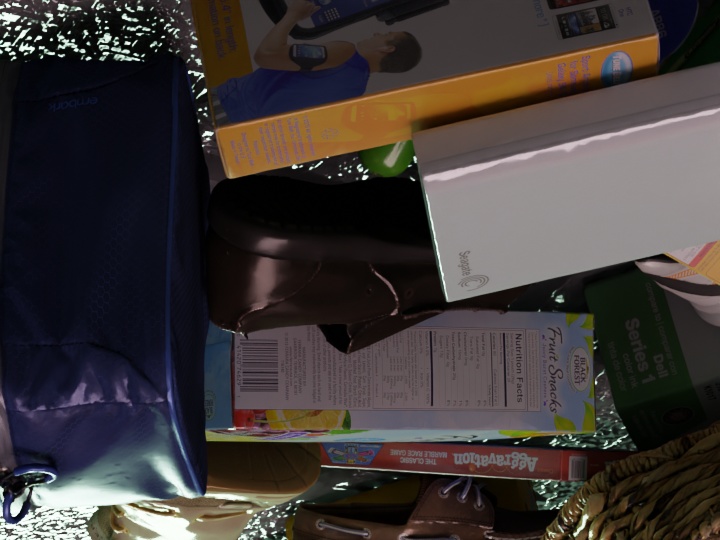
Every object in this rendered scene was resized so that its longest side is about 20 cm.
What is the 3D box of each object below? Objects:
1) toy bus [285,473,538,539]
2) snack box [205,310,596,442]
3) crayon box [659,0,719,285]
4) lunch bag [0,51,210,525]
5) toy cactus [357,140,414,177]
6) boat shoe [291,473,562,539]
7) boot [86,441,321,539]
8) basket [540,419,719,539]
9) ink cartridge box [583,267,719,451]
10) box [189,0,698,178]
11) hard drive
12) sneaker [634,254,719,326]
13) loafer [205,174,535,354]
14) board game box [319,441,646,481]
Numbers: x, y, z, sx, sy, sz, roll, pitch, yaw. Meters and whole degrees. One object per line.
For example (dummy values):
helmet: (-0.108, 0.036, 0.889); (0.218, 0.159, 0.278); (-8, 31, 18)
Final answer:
toy bus: (0.020, 0.183, 1.393); (0.198, 0.066, 0.078); (-19, 149, 11)
snack box: (-0.001, 0.056, 1.111); (0.198, 0.068, 0.168); (1, 175, -22)
crayon box: (0.207, -0.081, 0.945); (0.118, 0.058, 0.200); (28, 121, -15)
lunch bag: (-0.136, 0.013, 0.916); (0.131, 0.202, 0.136); (-2, 150, 2)
toy cactus: (0.048, -0.094, 0.931); (0.199, 0.103, 0.165); (21, 127, -31)
boat shoe: (0.053, 0.160, 1.299); (0.198, 0.073, 0.072); (-10, -173, 3)
boot: (-0.141, 0.123, 1.232); (0.198, 0.073, 0.156); (8, 149, -24)
basket: (0.205, 0.131, 1.175); (0.198, 0.149, 0.144); (-14, 121, -20)
ink cartridge box: (0.244, 0.041, 1.219); (0.198, 0.085, 0.145); (-19, 149, 11)
box: (0.031, -0.114, 0.847); (0.198, 0.120, 0.042); (-13, 150, 1)
hard drive: (0.124, -0.041, 0.870); (0.198, 0.027, 0.132); (-12, 157, 2)
sneaker: (0.218, -0.043, 1.083); (0.080, 0.074, 0.200); (23, 131, -28)
loafer: (0.000, 0.000, 0.998); (0.199, 0.073, 0.072); (6, 117, -41)
board game box: (0.065, 0.108, 1.225); (0.199, 0.020, 0.102); (-1, 174, 42)
